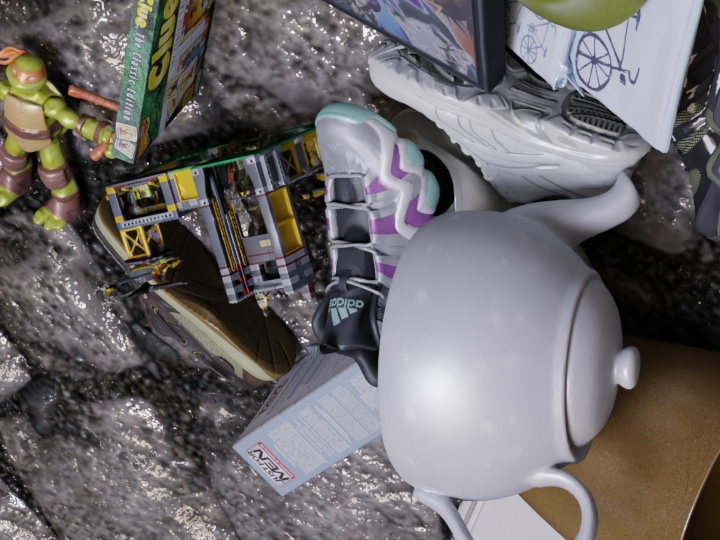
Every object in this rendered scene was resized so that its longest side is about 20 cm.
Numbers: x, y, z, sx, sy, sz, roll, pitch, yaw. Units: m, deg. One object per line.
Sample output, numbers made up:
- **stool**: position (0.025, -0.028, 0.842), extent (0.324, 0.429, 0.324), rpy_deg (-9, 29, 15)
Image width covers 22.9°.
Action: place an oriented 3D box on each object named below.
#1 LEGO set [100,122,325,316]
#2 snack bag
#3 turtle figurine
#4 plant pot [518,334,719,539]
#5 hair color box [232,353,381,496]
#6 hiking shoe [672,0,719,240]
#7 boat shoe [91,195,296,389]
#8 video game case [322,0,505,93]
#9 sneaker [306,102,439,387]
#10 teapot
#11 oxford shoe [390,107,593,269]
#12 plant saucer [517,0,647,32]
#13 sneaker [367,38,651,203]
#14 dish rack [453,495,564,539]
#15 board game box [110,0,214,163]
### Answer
- **LEGO set**: position (-0.083, -0.030, 1.279), extent (0.199, 0.154, 0.117), rpy_deg (-11, 101, 27)
- **snack bag**: position (0.136, -0.187, 1.061), extent (0.200, 0.021, 0.190), rpy_deg (47, 144, 37)
- **turtle figurine**: position (-0.263, -0.115, 1.375), extent (0.198, 0.065, 0.162), rpy_deg (16, 138, 7)
- **plant pot**: position (0.177, 0.120, 1.245), extent (0.199, 0.186, 0.188), rpy_deg (24, 134, 28)
- **hair color box**: position (-0.003, 0.087, 1.358), extent (0.061, 0.099, 0.200), rpy_deg (45, 133, -10)
- **hiking shoe**: position (0.208, -0.117, 1.115), extent (0.100, 0.076, 0.202), rpy_deg (11, 120, 32)
- **boat shoe**: position (-0.142, 0.024, 1.407), extent (0.200, 0.073, 0.065), rpy_deg (45, 128, -8)
- **video game case**: position (0.009, -0.215, 1.090), extent (0.180, 0.026, 0.201), rpy_deg (32, 156, 23)
- **sneaker**: position (0.000, 0.000, 1.189), extent (0.077, 0.140, 0.201), rpy_deg (-3, 126, 47)
- **teapot**: position (0.103, 0.061, 1.123), extent (0.145, 0.197, 0.202), rpy_deg (6, 117, 21)
- **oxford shoe**: position (0.088, -0.030, 1.249), extent (0.200, 0.058, 0.075), rpy_deg (45, 131, -10)
- **plant saucer**: position (0.107, -0.235, 1.030), extent (0.200, 0.031, 0.201), rpy_deg (37, 136, 47)
- **sneaker**: position (0.091, -0.091, 1.190), extent (0.199, 0.078, 0.100), rpy_deg (25, 136, 12)
- **dish rack**: position (0.161, 0.205, 1.396), extent (0.171, 0.044, 0.201), rpy_deg (27, 132, 10)
- **board game box**: position (-0.128, -0.179, 1.224), extent (0.023, 0.105, 0.201), rpy_deg (26, 133, 11)
